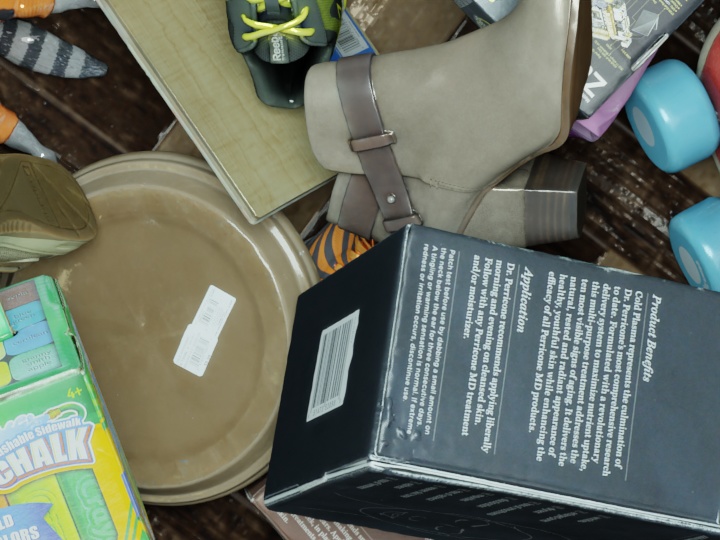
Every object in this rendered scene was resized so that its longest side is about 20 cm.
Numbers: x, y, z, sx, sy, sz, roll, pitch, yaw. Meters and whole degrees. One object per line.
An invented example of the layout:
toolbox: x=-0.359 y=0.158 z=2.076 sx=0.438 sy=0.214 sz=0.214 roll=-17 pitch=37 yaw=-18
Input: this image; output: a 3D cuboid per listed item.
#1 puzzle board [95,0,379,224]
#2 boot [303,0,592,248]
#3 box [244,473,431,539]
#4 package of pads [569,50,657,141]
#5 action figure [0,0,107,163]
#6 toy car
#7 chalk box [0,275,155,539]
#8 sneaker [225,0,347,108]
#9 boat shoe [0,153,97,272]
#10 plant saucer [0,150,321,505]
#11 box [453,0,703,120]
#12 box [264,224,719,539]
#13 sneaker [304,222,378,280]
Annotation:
puzzle board: x=-0.068 y=-0.133 z=1.443 sx=0.150 sy=0.017 sz=0.200 roll=-31 pitch=85 yaw=-44
boot: x=0.044 y=-0.091 z=1.342 sx=0.145 sy=0.070 sz=0.201 roll=7 pitch=118 yaw=14
box: x=0.039 y=0.097 z=1.492 sx=0.200 sy=0.075 sz=0.100 roll=-40 pitch=96 yaw=-2
package of pads: x=0.144 y=-0.173 z=1.470 sx=0.075 sy=0.120 sz=0.201 roll=33 pitch=88 yaw=-12
action figure: x=-0.247 y=-0.113 z=1.457 sx=0.193 sy=0.105 sz=0.201 roll=23 pitch=118 yaw=-1
toy car: x=0.277 y=-0.058 z=1.435 sx=0.184 sy=0.200 sz=0.178 roll=-26 pitch=117 yaw=-9
chalk box: x=-0.191 y=0.091 z=1.360 sx=0.124 sy=0.124 sz=0.201 roll=-21 pitch=117 yaw=-4
sneaker: x=-0.038 y=-0.157 z=1.349 sx=0.074 sy=0.200 sz=0.085 roll=-5 pitch=62 yaw=8
boat shoe: x=-0.218 y=-0.030 z=1.358 sx=0.064 sy=0.200 sz=0.072 roll=-32 pitch=66 yaw=23
plant saucer: x=-0.115 y=0.035 z=1.455 sx=0.199 sy=0.029 sz=0.201 roll=2 pitch=98 yaw=15
box: x=0.103 y=-0.204 z=1.378 sx=0.200 sy=0.049 sz=0.161 roll=44 pitch=84 yaw=-6
box: x=0.076 y=0.071 z=1.334 sx=0.196 sy=0.200 sz=0.125 roll=14 pitch=76 yaw=-15
sneaker: x=0.000 y=0.000 z=1.463 sx=0.077 sy=0.112 sz=0.201 roll=31 pitch=88 yaw=-7
